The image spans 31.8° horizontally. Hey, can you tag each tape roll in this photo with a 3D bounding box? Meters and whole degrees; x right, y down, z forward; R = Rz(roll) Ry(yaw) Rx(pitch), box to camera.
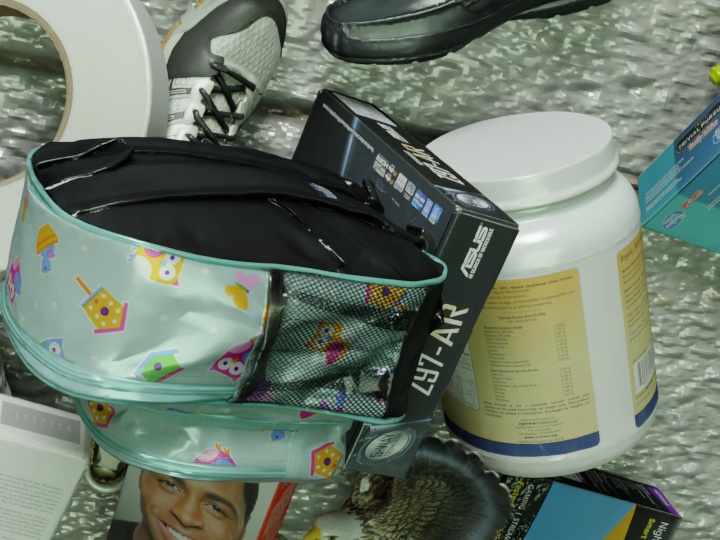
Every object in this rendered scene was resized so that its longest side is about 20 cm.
[{"bbox_3d":[-0.207,-0.099,0.721,0.201,0.037,0.205,0,89,9],"label":"tape roll"}]

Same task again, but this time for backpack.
[{"bbox_3d":[-0.082,0.013,0.639,0.198,0.176,0.154,15,108,-29],"label":"backpack"}]

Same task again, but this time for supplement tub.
[{"bbox_3d":[0.111,0.013,0.809,0.143,0.145,0.202,-13,112,-5],"label":"supplement tub"}]

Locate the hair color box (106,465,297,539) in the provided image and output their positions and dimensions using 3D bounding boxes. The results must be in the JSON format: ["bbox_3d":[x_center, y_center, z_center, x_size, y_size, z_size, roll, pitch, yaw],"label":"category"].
[{"bbox_3d":[-0.106,0.161,0.831,0.101,0.061,0.201,27,121,11],"label":"hair color box"}]

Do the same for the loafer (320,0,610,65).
[{"bbox_3d":[0.068,-0.179,0.764,0.199,0.068,0.071,-19,131,-10],"label":"loafer"}]

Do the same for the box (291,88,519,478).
[{"bbox_3d":[0.000,0.000,0.753,0.043,0.200,0.161,14,110,-30],"label":"box"}]

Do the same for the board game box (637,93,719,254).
[{"bbox_3d":[0.307,-0.056,0.827,0.198,0.047,0.151,18,144,-16],"label":"board game box"}]

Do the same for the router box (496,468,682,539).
[{"bbox_3d":[0.130,0.239,0.948,0.148,0.051,0.202,17,107,-17],"label":"router box"}]

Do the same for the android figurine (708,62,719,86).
[{"bbox_3d":[0.326,-0.158,0.836,0.199,0.041,0.183,-33,113,3],"label":"android figurine"}]

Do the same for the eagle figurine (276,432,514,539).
[{"bbox_3d":[0.018,0.148,0.835,0.151,0.151,0.201,25,111,3],"label":"eagle figurine"}]

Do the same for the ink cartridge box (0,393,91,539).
[{"bbox_3d":[-0.292,0.143,0.786,0.198,0.045,0.177,19,117,-22],"label":"ink cartridge box"}]

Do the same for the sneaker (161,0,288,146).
[{"bbox_3d":[-0.098,-0.076,0.760,0.075,0.088,0.201,23,109,-42],"label":"sneaker"}]

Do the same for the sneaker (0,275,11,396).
[{"bbox_3d":[-0.242,0.065,0.813,0.114,0.073,0.201,23,116,-21],"label":"sneaker"}]

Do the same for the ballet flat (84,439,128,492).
[{"bbox_3d":[-0.139,0.058,0.826,0.069,0.070,0.202,16,107,-15],"label":"ballet flat"}]
